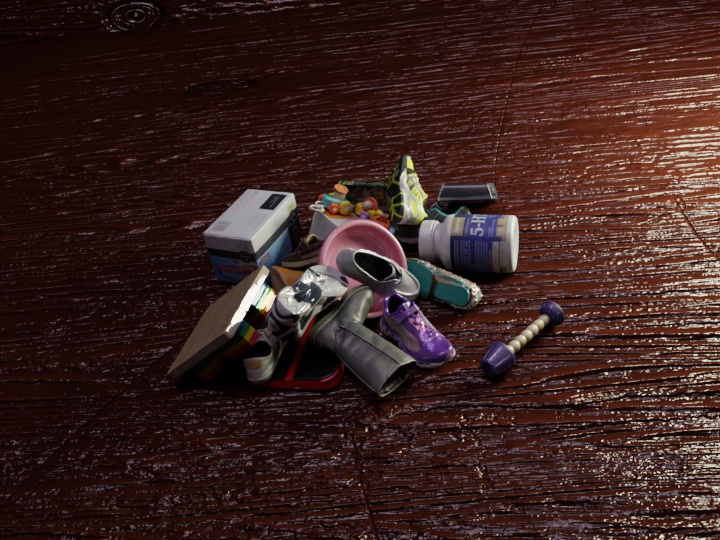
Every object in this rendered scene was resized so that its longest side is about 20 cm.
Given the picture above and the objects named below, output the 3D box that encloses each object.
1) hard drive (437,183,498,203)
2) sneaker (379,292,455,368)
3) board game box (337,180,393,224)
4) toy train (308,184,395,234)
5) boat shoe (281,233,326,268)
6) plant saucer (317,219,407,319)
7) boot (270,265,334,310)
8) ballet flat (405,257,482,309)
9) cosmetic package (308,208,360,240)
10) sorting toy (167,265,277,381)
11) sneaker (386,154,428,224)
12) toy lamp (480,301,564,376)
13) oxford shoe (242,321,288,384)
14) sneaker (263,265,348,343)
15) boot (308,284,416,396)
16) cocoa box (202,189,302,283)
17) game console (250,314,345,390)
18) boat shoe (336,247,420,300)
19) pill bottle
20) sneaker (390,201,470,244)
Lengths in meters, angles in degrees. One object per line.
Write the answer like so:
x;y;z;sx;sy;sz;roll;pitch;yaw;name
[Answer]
0.248;-0.177;1.844;0.134;0.043;0.200;-1;4;13;hard drive
0.100;0.107;1.521;0.080;0.089;0.200;-26;39;-23;sneaker
0.047;-0.159;1.896;0.198;0.105;0.024;5;39;21;board game box
-0.008;-0.139;1.792;0.198;0.056;0.150;20;19;5;toy train
-0.101;-0.043;1.747;0.072;0.073;0.199;1;-5;-40;boat shoe
0.000;0.000;1.634;0.200;0.202;0.051;-30;4;-27;plant saucer
-0.094;0.030;1.711;0.143;0.071;0.201;-18;32;-28;boot
0.165;0.030;1.648;0.199;0.076;0.064;29;19;37;ballet flat
-0.022;-0.067;1.783;0.101;0.072;0.200;0;26;-35;cosmetic package
-0.255;0.115;1.548;0.198;0.070;0.201;-34;21;36;sorting toy
0.107;-0.174;1.795;0.076;0.076;0.201;16;49;-18;sneaker
0.294;0.127;1.473;0.199;0.059;0.058;-33;41;-33;toy lamp
-0.181;0.133;1.548;0.074;0.058;0.201;-8;33;14;oxford shoe
-0.112;0.071;1.519;0.079;0.130;0.199;43;38;5;sneaker
0.024;0.125;1.486;0.199;0.073;0.182;23;59;39;boot
-0.238;-0.075;1.826;0.132;0.132;0.200;8;39;25;cocoa box
-0.106;0.156;1.562;0.175;0.031;0.201;-4;35;17;game console
0.048;0.006;1.582;0.068;0.199;0.072;-5;58;59;boat shoe
0.228;-0.058;1.695;0.198;0.121;0.120;2;36;17;pill bottle
0.160;-0.110;1.803;0.198;0.092;0.078;0;20;13;sneaker
